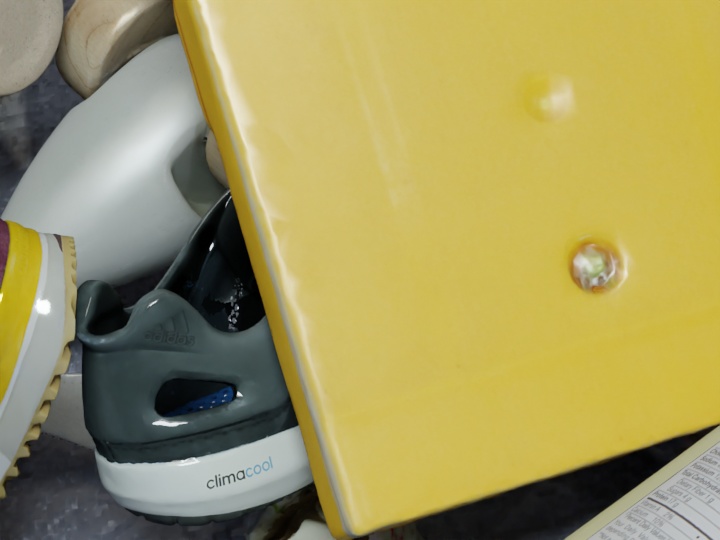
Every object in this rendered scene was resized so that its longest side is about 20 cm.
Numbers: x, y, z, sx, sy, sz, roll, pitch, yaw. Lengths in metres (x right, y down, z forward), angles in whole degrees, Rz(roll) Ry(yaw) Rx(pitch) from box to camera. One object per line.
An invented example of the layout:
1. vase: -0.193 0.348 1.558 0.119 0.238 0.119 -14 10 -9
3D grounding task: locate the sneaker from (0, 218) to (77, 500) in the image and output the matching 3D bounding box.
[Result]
1. sneaker: -0.152 0.063 0.730 0.090 0.200 0.075 20 20 -17

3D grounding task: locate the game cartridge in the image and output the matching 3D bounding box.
1. game cartridge: 0.047 -0.045 0.721 0.176 0.032 0.200 -15 85 -15

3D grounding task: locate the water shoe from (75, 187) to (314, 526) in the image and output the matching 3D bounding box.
1. water shoe: 0.000 0.000 0.761 0.071 0.079 0.200 7 30 40

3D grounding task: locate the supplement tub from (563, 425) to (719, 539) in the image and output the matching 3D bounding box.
1. supplement tub: 0.116 0.110 0.663 0.200 0.145 0.145 -35 57 -12

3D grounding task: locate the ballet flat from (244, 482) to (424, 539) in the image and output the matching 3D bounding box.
1. ballet flat: -0.038 0.138 0.725 0.075 0.064 0.200 12 61 16

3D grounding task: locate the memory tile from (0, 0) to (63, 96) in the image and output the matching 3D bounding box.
1. memory tile: -0.131 -0.124 0.760 0.017 0.153 0.200 9 67 44

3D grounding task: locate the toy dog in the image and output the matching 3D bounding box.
1. toy dog: -0.083 -0.004 0.828 0.200 0.096 0.132 -32 59 7
